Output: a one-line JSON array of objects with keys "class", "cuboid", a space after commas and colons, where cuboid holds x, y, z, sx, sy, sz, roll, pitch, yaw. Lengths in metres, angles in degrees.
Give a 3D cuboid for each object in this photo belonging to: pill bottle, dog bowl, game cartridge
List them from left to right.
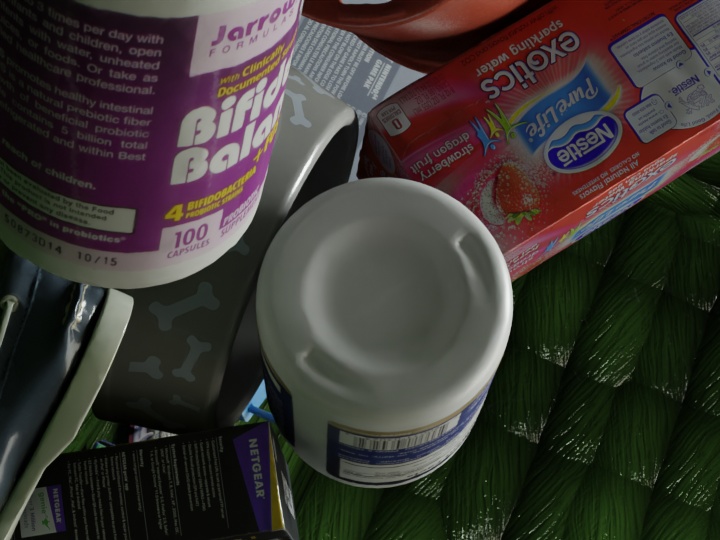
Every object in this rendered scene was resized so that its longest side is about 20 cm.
[{"class": "pill bottle", "cuboid": [-0.073, -0.095, 0.532, 0.201, 0.112, 0.113, 107, 8, -49]}, {"class": "dog bowl", "cuboid": [-0.061, -0.008, 0.783, 0.200, 0.058, 0.201, 23, 90, -83]}, {"class": "game cartridge", "cuboid": [-0.022, -0.087, 0.956, 0.201, 0.133, 0.041, -63, 179, -32]}, {"class": "pill bottle", "cuboid": [0.008, 0.041, 0.762, 0.200, 0.110, 0.112, 96, 18, -72]}]

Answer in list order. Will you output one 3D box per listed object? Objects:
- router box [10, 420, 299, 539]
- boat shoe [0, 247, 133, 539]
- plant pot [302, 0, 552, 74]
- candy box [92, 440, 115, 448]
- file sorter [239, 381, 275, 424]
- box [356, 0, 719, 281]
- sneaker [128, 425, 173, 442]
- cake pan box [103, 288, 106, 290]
[{"class": "router box", "cuboid": [-0.113, 0.124, 0.803, 0.200, 0.156, 0.053, 93, -12, -77]}, {"class": "boat shoe", "cuboid": [-0.162, 0.085, 0.644, 0.201, 0.062, 0.075, -60, -168, 11]}, {"class": "plant pot", "cuboid": [0.030, -0.195, 0.806, 0.202, 0.200, 0.195, -68, 167, 14]}, {"class": "candy box", "cuboid": [-0.179, 0.233, 1.026, 0.169, 0.077, 0.201, 101, 12, -63]}, {"class": "file sorter", "cuboid": [0.000, 0.000, 1.026, 0.200, 0.122, 0.139, -52, 145, -26]}, {"class": "box", "cuboid": [0.106, -0.074, 0.826, 0.199, 0.100, 0.096, -32, 168, -12]}, {"class": "sneaker", "cuboid": [-0.100, 0.067, 1.099, 0.078, 0.082, 0.201, -22, 135, -82]}, {"class": "cake pan box", "cuboid": [-0.100, -0.051, 0.789, 0.200, 0.052, 0.185, -40, 151, -79]}]
